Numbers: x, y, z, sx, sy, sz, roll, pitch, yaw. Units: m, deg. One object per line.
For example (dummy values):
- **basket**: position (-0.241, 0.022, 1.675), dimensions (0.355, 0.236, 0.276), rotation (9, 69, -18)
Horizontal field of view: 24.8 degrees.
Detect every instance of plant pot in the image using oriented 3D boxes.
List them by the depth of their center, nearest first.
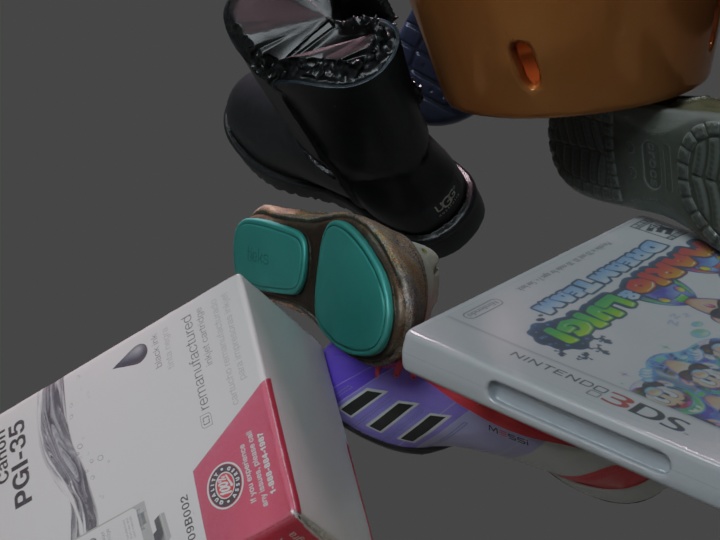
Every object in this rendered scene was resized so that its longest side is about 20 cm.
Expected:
- **plant pot**: position (0.101, -0.160, 0.820), dimensions (0.198, 0.141, 0.200), rotation (-6, 18, 2)

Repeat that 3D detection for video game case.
- **video game case**: position (0.149, 0.034, 0.724), dimensions (0.181, 0.024, 0.199), rotation (22, 29, 35)

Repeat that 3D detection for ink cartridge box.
- **ink cartridge box**: position (-0.105, 0.119, 0.790), dimensions (0.199, 0.083, 0.147), rotation (-30, 49, 15)

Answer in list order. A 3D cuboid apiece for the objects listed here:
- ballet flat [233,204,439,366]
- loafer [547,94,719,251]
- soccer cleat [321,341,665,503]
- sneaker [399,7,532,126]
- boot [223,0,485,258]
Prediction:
- **ballet flat**: position (0.000, 0.000, 0.829), dimensions (0.200, 0.067, 0.069), rotation (30, 115, 61)
- **loafer**: position (0.181, -0.056, 0.804), dimensions (0.069, 0.076, 0.200), rotation (-24, 34, -32)
- **soccer cleat**: position (0.056, 0.056, 0.791), dimensions (0.199, 0.073, 0.069), rotation (14, 64, 31)
- **sneaker**: position (0.086, -0.168, 0.946), dimensions (0.074, 0.082, 0.201), rotation (34, 89, 1)
- **boot**: position (-0.028, -0.103, 0.883), dimensions (0.076, 0.168, 0.200), rotation (-46, 50, -12)
